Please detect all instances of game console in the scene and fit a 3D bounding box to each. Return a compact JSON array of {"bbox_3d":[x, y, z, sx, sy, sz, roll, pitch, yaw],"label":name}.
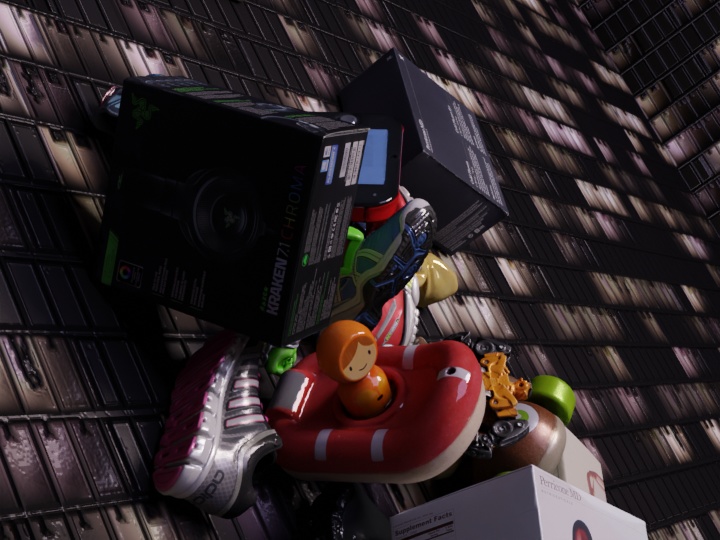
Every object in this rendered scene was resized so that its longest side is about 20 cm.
[{"bbox_3d":[-0.044,-0.117,1.391,0.175,0.031,0.201,6,34,0],"label":"game console"}]

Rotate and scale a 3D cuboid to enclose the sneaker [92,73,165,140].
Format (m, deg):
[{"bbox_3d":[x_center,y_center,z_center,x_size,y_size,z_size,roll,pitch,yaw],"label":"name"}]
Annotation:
[{"bbox_3d":[-0.180,-0.079,1.202,0.095,0.079,0.201,-27,82,-42],"label":"sneaker"}]

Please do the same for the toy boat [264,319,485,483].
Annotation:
[{"bbox_3d":[0.004,0.096,1.096,0.131,0.198,0.131,-68,145,-43],"label":"toy boat"}]

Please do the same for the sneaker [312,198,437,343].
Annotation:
[{"bbox_3d":[0.000,0.000,1.263,0.077,0.200,0.075,50,32,19],"label":"sneaker"}]

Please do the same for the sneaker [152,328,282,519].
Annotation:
[{"bbox_3d":[-0.105,0.122,1.058,0.087,0.074,0.201,43,32,-22],"label":"sneaker"}]

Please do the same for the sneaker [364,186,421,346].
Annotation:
[{"bbox_3d":[0.017,-0.003,1.372,0.084,0.077,0.202,10,71,-32],"label":"sneaker"}]

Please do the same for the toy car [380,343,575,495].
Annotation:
[{"bbox_3d":[0.088,0.156,1.286,0.199,0.158,0.165,34,44,-5],"label":"toy car"}]

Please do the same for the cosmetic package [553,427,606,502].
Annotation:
[{"bbox_3d":[0.203,0.273,1.378,0.087,0.103,0.201,44,28,-25],"label":"cosmetic package"}]

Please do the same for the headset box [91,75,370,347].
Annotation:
[{"bbox_3d":[-0.113,-0.056,1.066,0.199,0.176,0.093,19,16,21],"label":"headset box"}]

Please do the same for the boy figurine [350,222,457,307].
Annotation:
[{"bbox_3d":[0.035,-0.024,1.499,0.200,0.064,0.125,34,35,-40],"label":"boy figurine"}]

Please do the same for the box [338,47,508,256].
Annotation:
[{"bbox_3d":[0.080,-0.154,1.696,0.182,0.104,0.201,33,32,-40],"label":"box"}]

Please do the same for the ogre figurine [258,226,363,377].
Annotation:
[{"bbox_3d":[-0.061,-0.006,1.224,0.098,0.120,0.200,32,30,-2],"label":"ogre figurine"}]

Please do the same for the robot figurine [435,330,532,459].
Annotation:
[{"bbox_3d":[0.061,0.125,1.213,0.059,0.198,0.146,87,-3,-45],"label":"robot figurine"}]

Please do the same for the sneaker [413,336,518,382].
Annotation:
[{"bbox_3d":[0.127,0.119,1.476,0.199,0.070,0.076,21,39,-51],"label":"sneaker"}]

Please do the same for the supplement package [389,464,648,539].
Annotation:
[{"bbox_3d":[0.143,0.294,1.048,0.191,0.146,0.202,29,45,-44],"label":"supplement package"}]

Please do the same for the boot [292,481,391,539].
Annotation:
[{"bbox_3d":[0.026,0.246,1.139,0.163,0.073,0.198,47,26,-8],"label":"boot"}]
